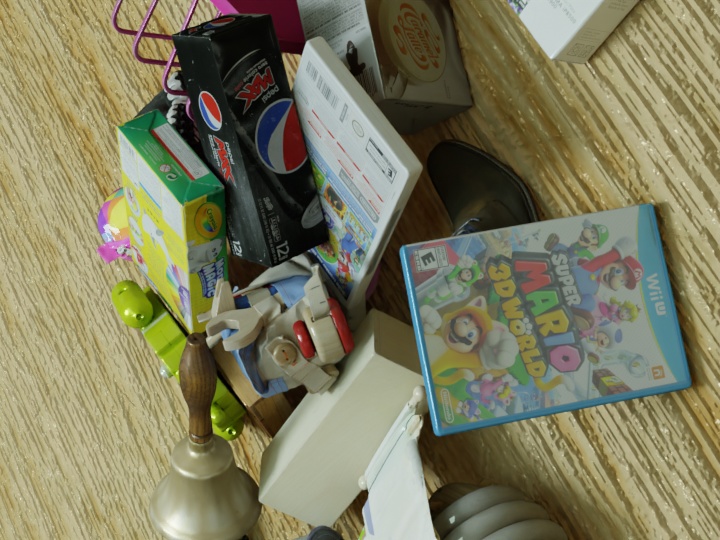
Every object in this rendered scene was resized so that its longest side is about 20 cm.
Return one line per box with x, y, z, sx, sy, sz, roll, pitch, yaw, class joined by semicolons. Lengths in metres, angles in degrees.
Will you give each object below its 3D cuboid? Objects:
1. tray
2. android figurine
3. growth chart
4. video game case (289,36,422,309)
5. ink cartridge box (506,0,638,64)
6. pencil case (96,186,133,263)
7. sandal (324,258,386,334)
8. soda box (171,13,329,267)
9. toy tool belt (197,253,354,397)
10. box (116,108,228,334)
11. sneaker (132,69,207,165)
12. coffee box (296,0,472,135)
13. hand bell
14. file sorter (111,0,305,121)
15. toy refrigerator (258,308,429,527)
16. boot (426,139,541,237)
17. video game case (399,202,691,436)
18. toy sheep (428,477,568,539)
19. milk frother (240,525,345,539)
-0.134;0.070;1.345;0.037;0.099;0.200;-35;60;-7;tray
-0.169;0.087;1.338;0.041;0.183;0.200;-38;27;-4;android figurine
0.029;0.213;1.135;0.201;0.018;0.145;-97;29;-44;growth chart
-0.021;-0.076;1.158;0.144;0.018;0.200;53;149;19;video game case
0.191;-0.269;1.067;0.200;0.050;0.109;-50;60;32;ink cartridge box
-0.178;-0.059;1.392;0.199;0.088;0.089;-16;80;42;pencil case
-0.004;-0.003;1.261;0.082;0.049;0.204;35;128;51;sandal
-0.090;-0.109;1.161;0.071;0.063;0.202;16;126;53;soda box
-0.078;0.059;1.179;0.200;0.122;0.126;-146;34;-79;toy tool belt
-0.164;-0.031;1.245;0.117;0.048;0.201;48;150;31;box
-0.184;-0.123;1.343;0.090;0.066;0.200;-41;24;12;sneaker
0.013;-0.225;1.192;0.079;0.114;0.202;-20;77;42;coffee box
-0.139;0.136;1.207;0.104;0.104;0.201;37;141;36;hand bell
-0.120;-0.214;1.297;0.200;0.138;0.126;48;122;31;file sorter
-0.010;0.133;1.236;0.201;0.075;0.070;-54;21;29;toy refrigerator
0.095;-0.034;1.131;0.200;0.096;0.075;54;125;27;boot
0.139;0.035;1.049;0.018;0.198;0.145;124;136;-78;video game case
0.113;0.249;1.105;0.200;0.137;0.138;52;123;34;toy sheep
-0.091;0.281;1.275;0.187;0.180;0.202;-21;61;20;milk frother
